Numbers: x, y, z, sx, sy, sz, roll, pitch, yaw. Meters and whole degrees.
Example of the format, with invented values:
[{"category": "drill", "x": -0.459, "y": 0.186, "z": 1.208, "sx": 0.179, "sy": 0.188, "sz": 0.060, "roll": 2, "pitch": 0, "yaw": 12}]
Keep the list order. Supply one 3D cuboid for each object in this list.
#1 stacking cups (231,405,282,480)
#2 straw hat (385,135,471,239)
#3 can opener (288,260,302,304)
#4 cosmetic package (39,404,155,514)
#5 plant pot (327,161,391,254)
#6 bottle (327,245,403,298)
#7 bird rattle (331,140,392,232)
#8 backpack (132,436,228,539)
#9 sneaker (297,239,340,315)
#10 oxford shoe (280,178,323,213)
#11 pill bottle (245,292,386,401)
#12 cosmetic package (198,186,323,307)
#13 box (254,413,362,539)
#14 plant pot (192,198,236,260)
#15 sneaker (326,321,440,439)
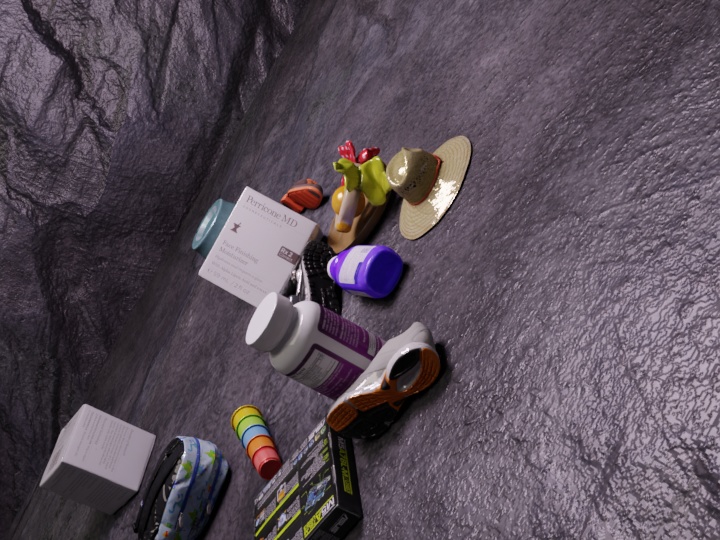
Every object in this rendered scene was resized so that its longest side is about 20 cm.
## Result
[{"category": "stacking cups", "x": -0.179, "y": 0.294, "z": 1.445, "sx": 0.061, "sy": 0.060, "sz": 0.200, "roll": -59, "pitch": 21, "yaw": 3}, {"category": "straw hat", "x": 0.089, "y": -0.158, "z": 1.390, "sx": 0.201, "sy": 0.085, "sz": 0.202, "roll": -48, "pitch": 24, "yaw": 30}, {"category": "can opener", "x": -0.112, "y": 0.071, "z": 1.592, "sx": 0.053, "sy": 0.066, "sz": 0.201, "roll": 114, "pitch": 167, "yaw": -63}, {"category": "cosmetic package", "x": -0.648, "y": 0.470, "z": 2.095, "sx": 0.167, "sy": 0.199, "sz": 0.167, "roll": -42, "pitch": 27, "yaw": 38}, {"category": "plant pot", "x": 0.003, "y": -0.114, "z": 1.616, "sx": 0.200, "sy": 0.027, "sz": 0.201, "roll": -47, "pitch": 25, "yaw": 29}, {"category": "bottle", "x": 0.000, "y": 0.000, "z": 1.417, "sx": 0.084, "sy": 0.065, "sz": 0.200, "roll": -63, "pitch": 21, "yaw": -10}, {"category": "bird rattle", "x": -0.022, "y": -0.153, "z": 1.561, "sx": 0.200, "sy": 0.112, "sz": 0.164, "roll": -127, "pitch": 53, "yaw": -71}, {"category": "backpack", "x": -0.330, "y": 0.406, "z": 1.563, "sx": 0.163, "sy": 0.153, "sz": 0.201, "roll": -168, "pitch": 85, "yaw": -71}, {"category": "sneaker", "x": -0.090, "y": 0.036, "z": 1.547, "sx": 0.088, "sy": 0.075, "sz": 0.201, "roll": -50, "pitch": 30, "yaw": 41}, {"category": "oxford shoe", "x": -0.128, "y": -0.185, "z": 1.952, "sx": 0.073, "sy": 0.071, "sz": 0.200, "roll": -60, "pitch": 20, "yaw": -14}, {"category": "pill bottle", "x": -0.059, "y": 0.112, "z": 1.215, "sx": 0.112, "sy": 0.199, "sz": 0.113, "roll": -47, "pitch": 24, "yaw": 29}, {"category": "cosmetic package", "x": -0.195, "y": -0.035, "z": 1.707, "sx": 0.201, "sy": 0.164, "sz": 0.165, "roll": -62, "pitch": -3, "yaw": -3}, {"category": "box", "x": -0.080, "y": 0.333, "z": 1.193, "sx": 0.200, "sy": 0.047, "sz": 0.193, "roll": -52, "pitch": 25, "yaw": 19}, {"category": "plant pot", "x": -0.280, "y": -0.065, "z": 1.973, "sx": 0.200, "sy": 0.187, "sz": 0.201, "roll": -47, "pitch": 25, "yaw": 29}, {"category": "sneaker", "x": 0.033, "y": 0.150, "z": 1.154, "sx": 0.200, "sy": 0.076, "sz": 0.092, "roll": -41, "pitch": 19, "yaw": 25}]
